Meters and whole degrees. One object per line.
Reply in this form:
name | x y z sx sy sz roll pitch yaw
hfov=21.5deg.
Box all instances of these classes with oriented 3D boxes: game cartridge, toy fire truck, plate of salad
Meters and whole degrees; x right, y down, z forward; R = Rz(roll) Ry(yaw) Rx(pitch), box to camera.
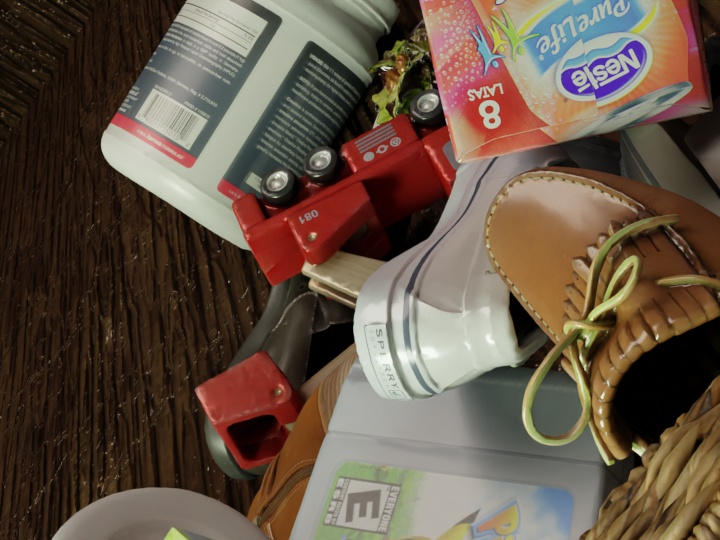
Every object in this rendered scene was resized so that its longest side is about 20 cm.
game cartridge | 0.029 0.126 0.708 0.133 0.040 0.201 5 63 30
toy fire truck | 0.000 0.000 0.976 0.199 0.049 0.141 -27 50 0
plate of salad | 0.054 -0.134 1.147 0.200 0.048 0.200 -49 21 26

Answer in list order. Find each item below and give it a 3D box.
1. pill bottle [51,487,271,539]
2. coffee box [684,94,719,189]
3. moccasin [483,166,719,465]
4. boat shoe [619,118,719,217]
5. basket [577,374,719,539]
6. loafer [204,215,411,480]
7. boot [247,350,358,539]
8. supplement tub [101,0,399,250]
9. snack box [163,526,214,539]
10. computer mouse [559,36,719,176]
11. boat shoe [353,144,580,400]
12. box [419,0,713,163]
pill bottle | -0.100 0.198 0.827 0.110 0.109 0.201 -80 7 -50
coffee box | 0.186 -0.028 0.583 0.113 0.080 0.200 -51 19 16
moccasin | 0.099 0.032 0.593 0.202 0.077 0.074 54 127 39
boat shoe | 0.122 0.003 0.707 0.072 0.070 0.201 -49 25 21
basket | 0.121 0.115 0.419 0.201 0.142 0.149 -64 19 -18
loafer | -0.011 0.030 1.038 0.071 0.073 0.201 4 58 35
boot | -0.016 0.137 0.852 0.155 0.076 0.201 -52 31 42
supplement tub | -0.075 -0.129 1.322 0.201 0.140 0.140 -58 18 -2
snack box | -0.027 0.201 0.640 0.200 0.053 0.143 34 90 36
computer mouse | 0.110 -0.053 0.873 0.141 0.046 0.200 -59 18 -2
boat shoe | 0.066 -0.001 0.748 0.066 0.074 0.200 -7 22 26
box | 0.081 -0.112 0.737 0.094 0.103 0.200 -11 11 12
